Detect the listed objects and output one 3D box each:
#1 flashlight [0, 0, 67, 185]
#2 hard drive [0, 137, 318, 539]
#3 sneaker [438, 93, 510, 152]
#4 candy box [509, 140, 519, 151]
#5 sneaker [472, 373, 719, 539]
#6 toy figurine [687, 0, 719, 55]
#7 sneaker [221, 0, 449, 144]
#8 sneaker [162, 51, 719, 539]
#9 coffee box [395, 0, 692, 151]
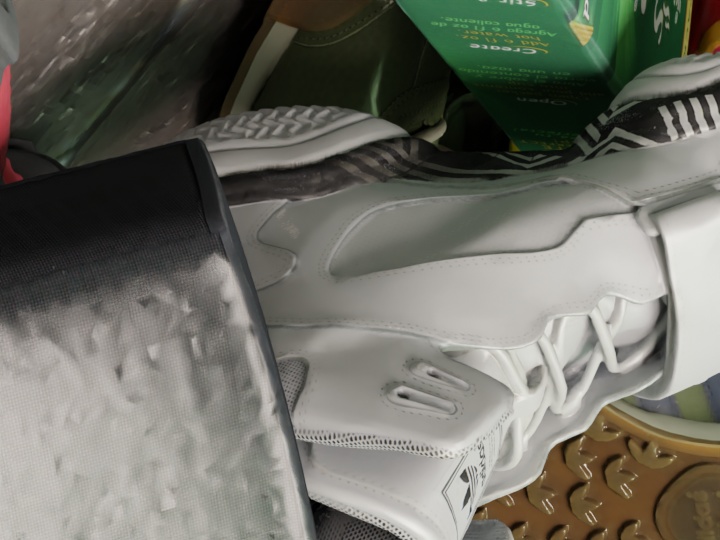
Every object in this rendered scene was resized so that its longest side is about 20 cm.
[{"bbox_3d":[-0.089,-0.022,0.594,0.068,0.068,0.200,-49,167,-6],"label":"flashlight"},{"bbox_3d":[-0.063,0.087,0.525,0.134,0.042,0.201,-15,109,-25],"label":"hard drive"},{"bbox_3d":[0.046,-0.005,0.903,0.100,0.075,0.200,-65,164,12],"label":"sneaker"},{"bbox_3d":[0.082,-0.017,0.890,0.200,0.026,0.103,-41,131,-66],"label":"candy box"},{"bbox_3d":[0.090,0.033,0.700,0.090,0.199,0.067,-51,137,-53],"label":"sneaker"},{"bbox_3d":[0.135,-0.118,0.756,0.200,0.150,0.185,-72,177,-52],"label":"toy figurine"},{"bbox_3d":[0.000,0.000,0.758,0.067,0.090,0.201,-22,149,-49],"label":"sneaker"},{"bbox_3d":[0.045,0.018,0.610,0.199,0.115,0.075,-4,134,3],"label":"sneaker"},{"bbox_3d":[0.045,-0.104,0.652,0.200,0.044,0.124,41,55,-72],"label":"coffee box"}]
